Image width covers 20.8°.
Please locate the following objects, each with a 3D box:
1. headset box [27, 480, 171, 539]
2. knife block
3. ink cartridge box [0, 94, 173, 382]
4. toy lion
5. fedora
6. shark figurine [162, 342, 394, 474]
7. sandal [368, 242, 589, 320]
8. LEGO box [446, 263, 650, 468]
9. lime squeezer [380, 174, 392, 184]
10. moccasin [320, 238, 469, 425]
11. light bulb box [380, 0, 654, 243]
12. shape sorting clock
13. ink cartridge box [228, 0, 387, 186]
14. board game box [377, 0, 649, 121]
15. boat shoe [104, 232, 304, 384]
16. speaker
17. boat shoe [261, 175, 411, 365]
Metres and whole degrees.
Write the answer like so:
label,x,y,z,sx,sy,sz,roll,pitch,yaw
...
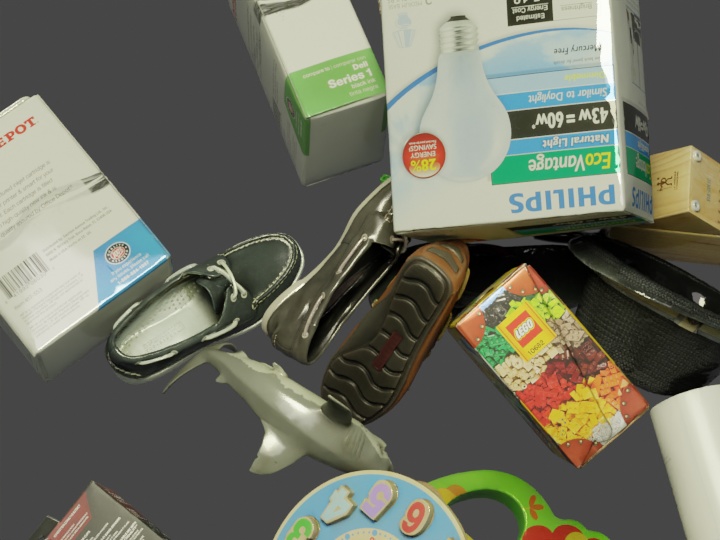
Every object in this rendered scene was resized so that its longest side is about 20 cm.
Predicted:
label,x,y,z,sx,sy,sz,roll,pitch,yaw
headset box,-0.197,0.279,1.591,0.200,0.077,0.149,36,83,13
knife block,0.251,-0.049,1.756,0.200,0.175,0.064,25,63,-40
ink cartridge box,-0.279,-0.029,1.713,0.146,0.086,0.200,-37,73,-15
toy lion,0.132,0.259,1.631,0.191,0.069,0.201,-13,69,-14
fedora,0.251,0.048,1.673,0.200,0.201,0.092,30,102,10
shark figurine,-0.079,0.123,1.634,0.214,0.128,0.090,30,79,17
sandal,0.105,0.002,1.730,0.199,0.048,0.076,-6,68,-2
LEGO box,0.148,0.076,1.601,0.077,0.200,0.149,-41,88,-1
lime squeezer,0.114,-0.062,1.734,0.038,0.199,0.071,-35,115,-47
moccasin,0.030,0.052,1.651,0.074,0.202,0.078,34,32,13
light bulb box,0.129,-0.131,1.605,0.197,0.125,0.201,-6,85,20
shape sorting clock,0.003,0.261,1.586,0.199,0.039,0.201,-7,77,31
ink cartridge box,-0.049,-0.200,1.752,0.084,0.146,0.201,-19,71,-10
board game box,0.133,-0.188,1.724,0.199,0.097,0.160,-13,83,19
boat shoe,-0.132,0.028,1.708,0.200,0.060,0.076,-39,77,-14
speaker,0.306,0.199,1.643,0.081,0.081,0.201,-12,69,-6
boat shoe,0.000,0.000,1.705,0.200,0.067,0.057,-47,56,-2
